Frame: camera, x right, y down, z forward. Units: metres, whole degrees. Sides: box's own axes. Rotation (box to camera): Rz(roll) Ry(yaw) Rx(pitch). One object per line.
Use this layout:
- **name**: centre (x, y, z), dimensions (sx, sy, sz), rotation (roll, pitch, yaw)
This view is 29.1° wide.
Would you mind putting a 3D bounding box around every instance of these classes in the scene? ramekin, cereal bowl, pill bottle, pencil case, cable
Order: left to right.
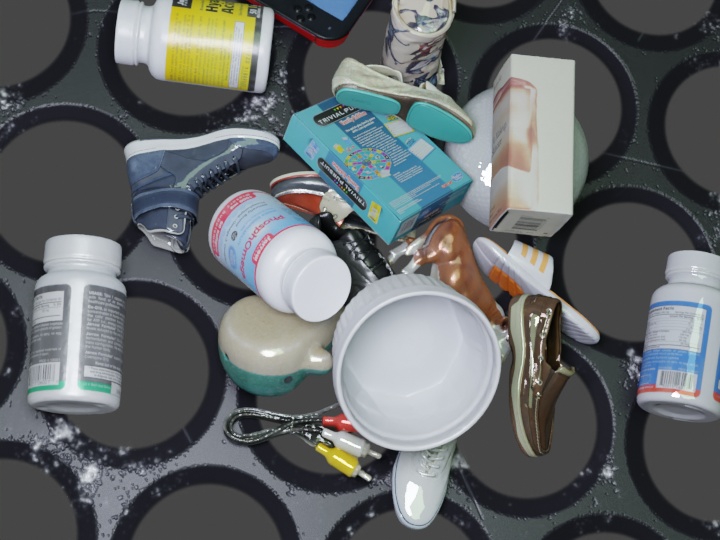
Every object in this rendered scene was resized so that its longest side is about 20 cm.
- **pill bottle**: centre (-0.340, 0.066, 1.676), dimensions (0.111, 0.113, 0.203), rotation (3, 75, -7)
- **pill bottle**: centre (-0.213, -0.295, 1.789), dimensions (0.197, 0.111, 0.113), rotation (6, 75, -6)
- **pill bottle**: centre (-0.096, -0.016, 1.680), dimensions (0.108, 0.200, 0.110), rotation (-15, 120, -28)
- **cable**: centre (-0.067, 0.190, 1.712), dimensions (0.197, 0.050, 0.098), rotation (17, 70, -4)
- **ramekin**: centre (0.058, 0.100, 1.634), dimensions (0.197, 0.105, 0.203), rotation (-4, 110, -10)
- **pencil case**: centre (0.074, -0.294, 1.779), dimensions (0.088, 0.200, 0.079), rotation (-10, 72, -7)
- **cereal bowl**: centre (0.210, -0.156, 1.823), dimensions (0.197, 0.083, 0.203), rotation (2, 75, -6)
- **pill bottle**: centre (0.421, 0.083, 1.773), dimensions (0.111, 0.112, 0.203), rotation (14, 74, -3)

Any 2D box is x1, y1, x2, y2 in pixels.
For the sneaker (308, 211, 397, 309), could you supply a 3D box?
- **sneaker**: centre (0.000, 0.000, 1.717), dimensions (0.199, 0.092, 0.076), rotation (32, 35, 22)

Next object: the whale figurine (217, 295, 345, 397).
- **whale figurine**: centre (-0.082, 0.089, 1.721), dimensions (0.198, 0.105, 0.159), rotation (-18, 42, -32)

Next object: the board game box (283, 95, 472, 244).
- **board game box**: centre (0.023, -0.141, 1.763), dimensions (0.200, 0.047, 0.150), rotation (45, 46, 17)

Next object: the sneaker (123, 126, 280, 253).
- **sneaker**: centre (-0.194, -0.098, 1.750), dimensions (0.199, 0.077, 0.148), rotation (-8, 65, 1)

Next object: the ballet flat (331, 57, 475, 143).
- **ballet flat**: centre (0.061, -0.223, 1.770), dimensions (0.197, 0.068, 0.063), rotation (19, 61, -11)

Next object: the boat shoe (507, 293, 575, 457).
- **boat shoe**: centre (0.228, 0.131, 1.728), dimensions (0.074, 0.074, 0.206), rotation (-4, 93, 30)

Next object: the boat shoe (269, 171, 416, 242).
- **boat shoe**: centre (-0.020, -0.080, 1.781), dimensions (0.197, 0.071, 0.063), rotation (9, 70, -11)

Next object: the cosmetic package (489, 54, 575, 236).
- **cosmetic package**: centre (0.213, -0.154, 1.728), dimensions (0.086, 0.103, 0.203), rotation (5, 74, -6)

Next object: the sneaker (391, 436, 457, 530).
- **sneaker**: centre (0.085, 0.218, 1.714), dimensions (0.072, 0.071, 0.203), rotation (13, 74, -4)

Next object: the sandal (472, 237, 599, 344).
- **sandal**: centre (0.234, 0.014, 1.789), dimensions (0.206, 0.079, 0.059), rotation (39, 72, -5)

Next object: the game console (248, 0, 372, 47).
- **game console**: centre (-0.058, -0.405, 1.861), dimensions (0.176, 0.031, 0.201), rotation (33, 61, 1)

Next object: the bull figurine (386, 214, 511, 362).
- **bull figurine**: centre (0.119, 0.034, 1.764), dimensions (0.120, 0.065, 0.202), rotation (-21, 87, -10)
